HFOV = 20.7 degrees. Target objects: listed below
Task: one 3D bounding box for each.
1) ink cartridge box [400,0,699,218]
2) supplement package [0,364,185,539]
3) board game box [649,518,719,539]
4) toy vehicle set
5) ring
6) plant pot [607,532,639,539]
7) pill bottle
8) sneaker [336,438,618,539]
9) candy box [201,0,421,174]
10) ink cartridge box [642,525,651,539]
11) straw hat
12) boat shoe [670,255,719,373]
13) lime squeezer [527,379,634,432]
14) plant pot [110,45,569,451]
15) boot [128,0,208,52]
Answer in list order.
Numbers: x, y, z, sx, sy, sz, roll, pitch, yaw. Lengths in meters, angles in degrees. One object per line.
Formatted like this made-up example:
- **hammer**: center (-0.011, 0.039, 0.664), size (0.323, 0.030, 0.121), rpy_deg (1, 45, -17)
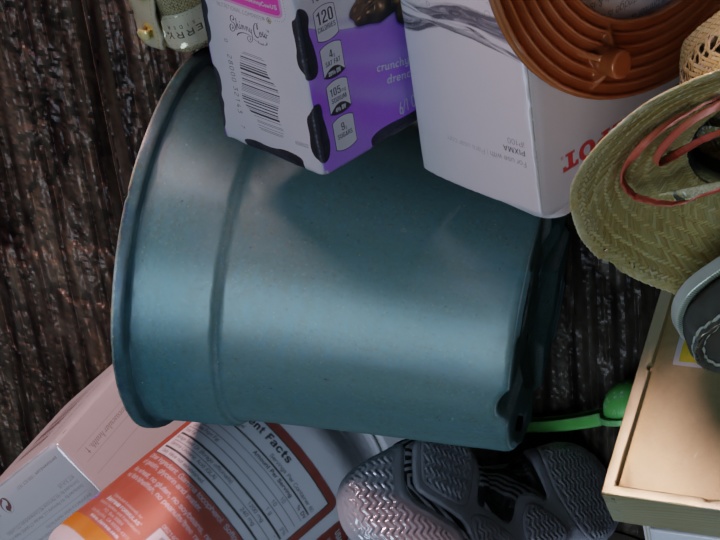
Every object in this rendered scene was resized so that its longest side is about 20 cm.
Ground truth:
- **ink cartridge box**: center (0.089, -0.146, 0.862), size (0.082, 0.146, 0.202), rpy_deg (24, 134, 41)
- **supplement package**: center (-0.119, 0.166, 1.230), size (0.200, 0.117, 0.117), rpy_deg (46, 132, -7)
- **board game box**: center (0.235, 0.167, 0.887), size (0.198, 0.035, 0.127), rpy_deg (4, 126, 27)
- **toy vehicle set**: center (0.196, 0.029, 0.903), size (0.123, 0.201, 0.027), rpy_deg (6, 149, 27)
- **ring**: center (0.126, -0.166, 0.810), size (0.019, 0.199, 0.202), rpy_deg (27, 137, 44)
- **plant pot**: center (0.126, 0.271, 1.153), size (0.198, 0.135, 0.202), rpy_deg (15, 128, 19)
- **pill bottle**: center (-0.068, 0.132, 1.113), size (0.112, 0.200, 0.113), rpy_deg (43, 158, 22)
- **sneaker**: center (0.043, 0.144, 1.082), size (0.115, 0.199, 0.076), rpy_deg (-35, 64, 39)
- **candy box**: center (0.005, -0.172, 0.879), size (0.071, 0.167, 0.202), rpy_deg (23, 134, 42)
- **ink cartridge box**: center (0.252, 0.110, 0.960), size (0.198, 0.146, 0.084), rpy_deg (8, 129, 24)
- **straw hat**: center (0.179, -0.071, 0.829), size (0.199, 0.086, 0.202), rpy_deg (-5, 148, -3)
- **boat shoe**: center (0.233, 0.017, 0.831), size (0.199, 0.061, 0.072), rpy_deg (-9, 139, 7)
- **lime squeezer**: center (0.143, 0.055, 1.056), size (0.070, 0.038, 0.200), rpy_deg (37, 133, 2)
- **plant pot**: center (0.000, 0.000, 1.009), size (0.194, 0.201, 0.202), rpy_deg (10, 127, 12)
- **boot**: center (-0.098, -0.171, 0.938), size (0.072, 0.201, 0.157), rpy_deg (-13, 121, 1)
